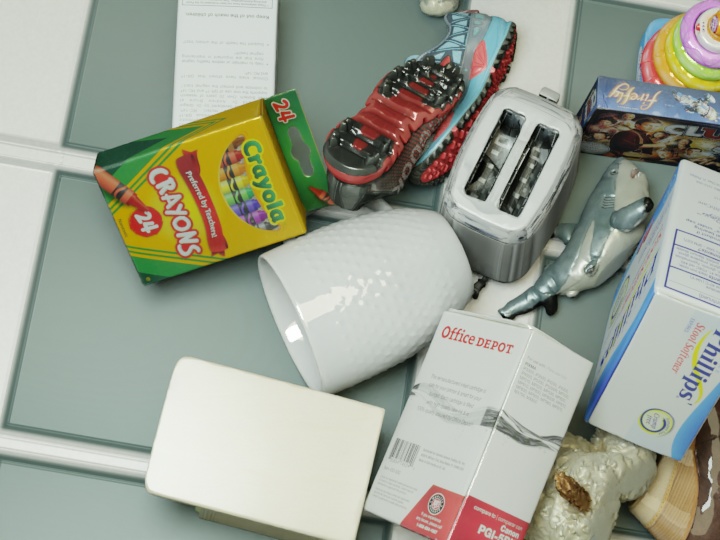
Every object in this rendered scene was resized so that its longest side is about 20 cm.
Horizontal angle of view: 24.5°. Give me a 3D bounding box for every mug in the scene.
[{"bbox_3d":[0.000,0.000,1.587,0.174,0.148,0.201,-23,57,-12],"label":"mug"}]

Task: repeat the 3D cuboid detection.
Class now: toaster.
[{"bbox_3d":[0.141,-0.080,1.611,0.113,0.129,0.201,26,74,10],"label":"toaster"}]

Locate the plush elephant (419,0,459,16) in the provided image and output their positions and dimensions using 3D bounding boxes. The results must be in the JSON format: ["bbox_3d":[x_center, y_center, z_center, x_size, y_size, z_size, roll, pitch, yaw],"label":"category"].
[{"bbox_3d":[0.136,-0.354,1.638,0.164,0.155,0.201,-23,118,-13],"label":"plush elephant"}]

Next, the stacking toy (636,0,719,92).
[{"bbox_3d":[0.344,-0.222,1.631,0.109,0.200,0.117,7,76,-2],"label":"stacking toy"}]

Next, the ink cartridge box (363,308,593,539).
[{"bbox_3d":[0.104,0.148,1.480,0.083,0.146,0.201,27,82,-29],"label":"ink cartridge box"}]

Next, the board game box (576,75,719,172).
[{"bbox_3d":[0.317,-0.140,1.642,0.198,0.136,0.035,8,75,-2],"label":"board game box"}]

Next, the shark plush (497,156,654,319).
[{"bbox_3d":[0.219,-0.020,1.661,0.200,0.091,0.083,-49,63,7],"label":"shark plush"}]

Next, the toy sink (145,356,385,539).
[{"bbox_3d":[-0.091,0.174,1.545,0.198,0.112,0.131,14,75,-4],"label":"toy sink"}]

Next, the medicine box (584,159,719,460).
[{"bbox_3d":[0.298,0.035,1.533,0.102,0.183,0.201,22,42,2],"label":"medicine box"}]

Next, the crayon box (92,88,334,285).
[{"bbox_3d":[-0.133,-0.078,1.545,0.198,0.051,0.128,-19,115,7],"label":"crayon box"}]

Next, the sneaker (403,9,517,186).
[{"bbox_3d":[0.081,-0.175,1.676,0.095,0.079,0.201,23,69,17],"label":"sneaker"}]

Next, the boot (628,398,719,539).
[{"bbox_3d":[0.366,0.201,1.603,0.166,0.072,0.201,34,77,-5],"label":"boot"}]

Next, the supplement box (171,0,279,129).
[{"bbox_3d":[-0.132,-0.178,1.636,0.102,0.101,0.202,1,75,-4],"label":"supplement box"}]

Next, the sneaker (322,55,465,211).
[{"bbox_3d":[0.030,-0.127,1.580,0.071,0.098,0.200,30,51,17],"label":"sneaker"}]

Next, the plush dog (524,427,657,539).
[{"bbox_3d":[0.157,0.211,1.539,0.171,0.160,0.202,8,73,38],"label":"plush dog"}]
